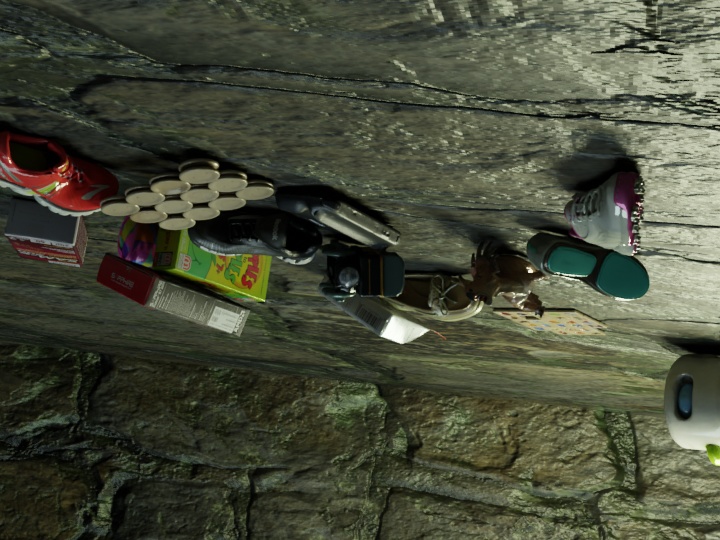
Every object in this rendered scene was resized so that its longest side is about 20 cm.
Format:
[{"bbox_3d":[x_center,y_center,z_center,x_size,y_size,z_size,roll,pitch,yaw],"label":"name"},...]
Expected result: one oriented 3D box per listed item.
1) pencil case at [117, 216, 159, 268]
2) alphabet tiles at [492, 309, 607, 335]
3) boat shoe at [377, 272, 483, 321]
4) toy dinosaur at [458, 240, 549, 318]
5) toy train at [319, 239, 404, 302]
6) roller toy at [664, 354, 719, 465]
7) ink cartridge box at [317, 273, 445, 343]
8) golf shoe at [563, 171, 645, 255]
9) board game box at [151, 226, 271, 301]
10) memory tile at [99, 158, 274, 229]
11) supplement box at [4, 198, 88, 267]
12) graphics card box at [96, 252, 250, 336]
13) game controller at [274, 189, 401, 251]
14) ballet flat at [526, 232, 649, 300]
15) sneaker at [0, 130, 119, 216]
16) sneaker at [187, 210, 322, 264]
[{"bbox_3d":[-0.277,-0.025,1.831,0.200,0.089,0.088,18,165,-29],"label":"pencil case"},{"bbox_3d":[0.365,0.096,2.180,0.167,0.008,0.200,-1,166,37],"label":"alphabet tiles"},{"bbox_3d":[0.105,0.040,1.924,0.200,0.073,0.063,1,169,33],"label":"boat shoe"},{"bbox_3d":[0.207,0.007,1.697,0.135,0.086,0.200,18,-175,1],"label":"toy dinosaur"},{"bbox_3d":[0.000,0.000,1.722,0.114,0.085,0.200,0,-175,-6],"label":"toy train"},{"bbox_3d":[0.664,0.249,2.251,0.140,0.200,0.183,-2,122,39],"label":"roller toy"},{"bbox_3d":[0.038,0.078,2.057,0.160,0.047,0.200,33,-177,35],"label":"ink cartridge box"},{"bbox_3d":[0.271,-0.063,1.324,0.091,0.075,0.200,9,168,14],"label":"golf shoe"},{"bbox_3d":[-0.215,-0.026,1.754,0.048,0.102,0.200,-2,165,36],"label":"board game box"},{"bbox_3d":[-0.224,-0.095,1.520,0.200,0.017,0.153,-17,161,36],"label":"memory tile"},{"bbox_3d":[-0.500,-0.057,1.898,0.109,0.061,0.200,9,169,-7],"label":"supplement box"},{"bbox_3d":[-0.274,0.037,1.741,0.125,0.051,0.200,21,180,41],"label":"graphics card box"},{"bbox_3d":[-0.029,-0.071,1.596,0.104,0.042,0.200,18,175,34],"label":"game controller"},{"bbox_3d":[0.309,-0.011,1.607,0.200,0.067,0.064,16,-167,-32],"label":"ballet flat"},{"bbox_3d":[-0.383,-0.123,1.482,0.200,0.077,0.085,16,157,-42],"label":"sneaker"},{"bbox_3d":[-0.141,-0.054,1.673,0.200,0.067,0.090,9,166,-23],"label":"sneaker"}]
